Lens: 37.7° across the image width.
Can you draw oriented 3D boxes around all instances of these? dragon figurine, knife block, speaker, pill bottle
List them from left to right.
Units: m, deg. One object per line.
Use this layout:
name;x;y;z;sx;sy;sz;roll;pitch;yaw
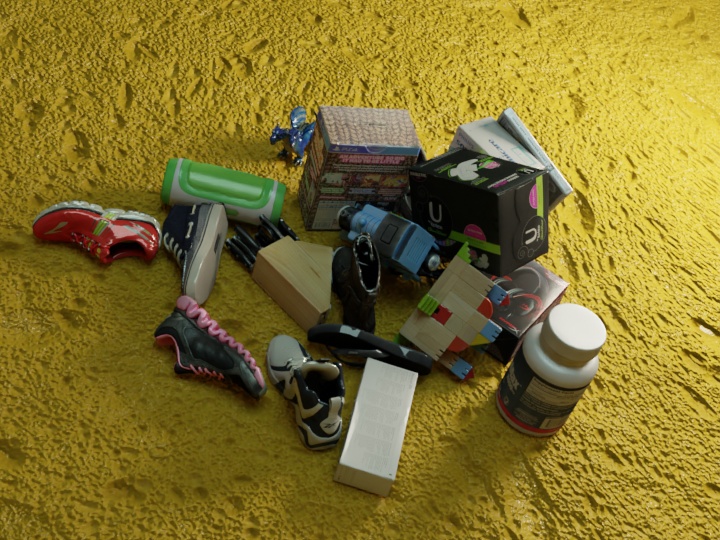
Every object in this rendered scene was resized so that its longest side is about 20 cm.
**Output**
speaker;-0.229;-0.129;1.769;0.199;0.089;0.089;13;45;-6
knife block;-0.135;0.001;1.689;0.175;0.064;0.201;10;46;-9
dragon figurine;-0.103;-0.259;1.925;0.059;0.100;0.200;30;45;10
pill bottle;0.290;0.147;1.593;0.119;0.200;0.120;10;44;-10

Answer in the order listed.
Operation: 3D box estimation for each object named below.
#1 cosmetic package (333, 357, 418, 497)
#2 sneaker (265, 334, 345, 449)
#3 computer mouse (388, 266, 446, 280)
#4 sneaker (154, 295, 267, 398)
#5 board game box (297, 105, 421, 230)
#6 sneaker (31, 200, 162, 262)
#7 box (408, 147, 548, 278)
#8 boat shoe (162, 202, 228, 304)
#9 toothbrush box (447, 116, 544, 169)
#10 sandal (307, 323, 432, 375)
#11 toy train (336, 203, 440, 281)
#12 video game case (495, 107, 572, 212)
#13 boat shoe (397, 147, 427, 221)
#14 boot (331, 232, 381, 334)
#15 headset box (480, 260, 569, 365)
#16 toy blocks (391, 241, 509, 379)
cosmetic package;0.024;0.225;1.535;0.082;0.051;0.200;17;44;1
sneaker;-0.074;0.145;1.523;0.079;0.130;0.200;-3;48;-22
computer mouse;0.105;-0.058;1.841;0.109;0.044;0.201;4;48;1
sneaker;-0.223;0.130;1.543;0.200;0.079;0.095;39;70;20
board game box;-0.007;-0.171;1.801;0.159;0.200;0.097;0;47;-19
sneaker;-0.410;-0.053;1.645;0.199;0.077;0.085;3;57;-12
box;0.193;-0.098;1.717;0.124;0.149;0.200;-25;31;-34
boat shoe;-0.275;-0.027;1.676;0.092;0.075;0.200;2;45;9
toothbrush box;0.213;-0.143;1.848;0.085;0.200;0.146;-21;56;-34
sandal;0.013;0.127;1.614;0.199;0.076;0.043;17;67;-1
toy train;0.042;-0.054;1.728;0.200;0.114;0.087;28;84;41
video game case;0.287;-0.180;1.884;0.023;0.200;0.182;-34;83;-14
boat shoe;0.095;-0.154;1.856;0.072;0.060;0.201;-3;49;-6
boot;0.000;0.000;1.646;0.069;0.174;0.201;-7;54;-11
headset box;0.243;0.043;1.767;0.148;0.075;0.200;36;47;17
toy blocks;0.160;0.076;1.647;0.137;0.200;0.100;37;4;6
